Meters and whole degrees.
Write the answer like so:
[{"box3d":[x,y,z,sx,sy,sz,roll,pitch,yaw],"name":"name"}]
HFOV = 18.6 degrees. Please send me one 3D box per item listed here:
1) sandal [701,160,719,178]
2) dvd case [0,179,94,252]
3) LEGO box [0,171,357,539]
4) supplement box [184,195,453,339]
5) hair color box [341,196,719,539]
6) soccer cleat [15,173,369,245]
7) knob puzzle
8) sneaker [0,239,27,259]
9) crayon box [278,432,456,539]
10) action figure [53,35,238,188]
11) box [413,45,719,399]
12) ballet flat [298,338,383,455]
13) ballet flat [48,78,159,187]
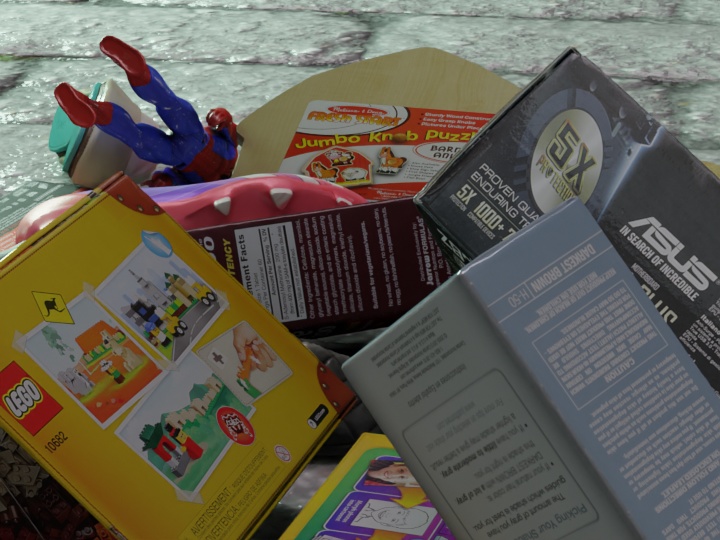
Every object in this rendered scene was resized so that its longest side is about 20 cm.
[{"box3d":[0.132,-0.061,1.336,0.211,0.070,0.078,-12,24,-27],"name":"sandal"},{"box3d":[-0.144,-0.011,1.280,0.199,0.022,0.146,8,23,22],"name":"dvd case"},{"box3d":[-0.106,0.063,0.904,0.149,0.077,0.200,44,28,-1],"name":"LEGO box"},{"box3d":[0.000,0.000,1.123,0.199,0.061,0.109,-8,-4,-9],"name":"supplement box"},{"box3d":[0.088,0.086,0.745,0.061,0.200,0.099,-31,-5,-32],"name":"hair color box"},{"box3d":[-0.088,-0.023,1.202,0.199,0.067,0.076,-6,19,-11],"name":"soccer cleat"},{"box3d":[0.023,-0.069,1.314,0.219,0.031,0.220,-3,37,3],"name":"knob puzzle"},{"box3d":[-0.192,0.016,1.031,0.081,0.074,0.200,23,28,24],"name":"sneaker"},{"box3d":[0.025,0.134,0.849,0.118,0.058,0.200,7,22,18],"name":"crayon box"},{"box3d":[-0.110,-0.078,1.311,0.052,0.065,0.200,41,3,23],"name":"action figure"},{"box3d":[0.128,0.033,0.848,0.200,0.086,0.164,46,-3,20],"name":"box"},{"box3d":[0.046,0.043,1.085,0.199,0.057,0.066,-14,26,-32],"name":"ballet flat"},{"box3d":[-0.155,-0.084,1.390,0.069,0.070,0.200,-5,10,-10],"name":"ballet flat"}]
